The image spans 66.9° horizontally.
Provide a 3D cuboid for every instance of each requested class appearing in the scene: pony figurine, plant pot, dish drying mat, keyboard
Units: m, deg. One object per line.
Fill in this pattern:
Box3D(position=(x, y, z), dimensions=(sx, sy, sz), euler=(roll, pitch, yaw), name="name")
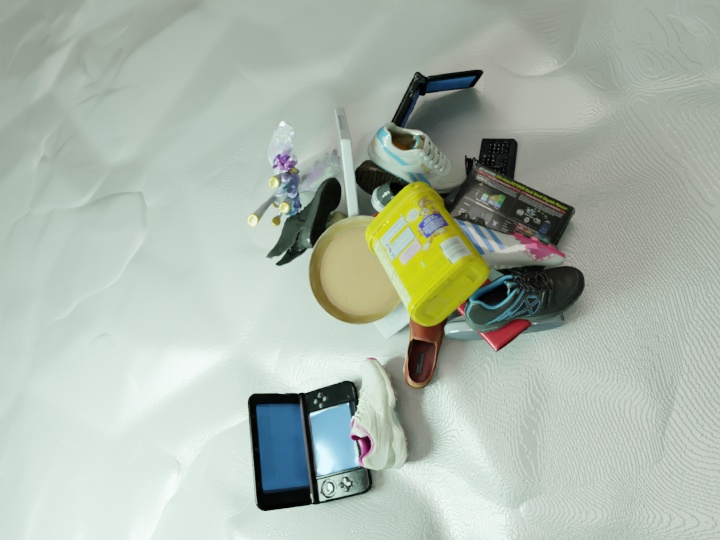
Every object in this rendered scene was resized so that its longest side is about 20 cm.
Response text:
Box3D(position=(-0.153, -0.191, 1.168), dimensions=(0.194, 0.166, 0.201), euler=(-54, 9, 29), name="pony figurine")
Box3D(position=(0.000, 0.000, 1.013), dimensions=(0.198, 0.027, 0.203), euler=(-2, 82, 14), name="plant pot")
Box3D(position=(0.195, 0.044, 0.928), dimensions=(0.076, 0.018, 0.200), euler=(-34, 56, -7), name="dish drying mat")
Box3D(position=(0.243, -0.174, 1.064), dimensions=(0.103, 0.040, 0.202), euler=(3, 70, 26), name="keyboard")

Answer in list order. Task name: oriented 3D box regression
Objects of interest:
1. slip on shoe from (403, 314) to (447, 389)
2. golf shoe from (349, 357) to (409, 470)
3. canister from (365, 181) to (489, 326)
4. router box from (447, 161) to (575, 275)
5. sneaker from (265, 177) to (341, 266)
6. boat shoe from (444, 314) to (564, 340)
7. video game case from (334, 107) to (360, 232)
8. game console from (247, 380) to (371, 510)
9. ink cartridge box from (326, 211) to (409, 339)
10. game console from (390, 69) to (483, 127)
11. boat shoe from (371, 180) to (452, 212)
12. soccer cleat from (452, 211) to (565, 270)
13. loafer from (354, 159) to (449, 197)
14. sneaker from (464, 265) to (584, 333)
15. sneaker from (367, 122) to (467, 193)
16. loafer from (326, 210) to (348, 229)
Box3D(position=(0.116, 0.112, 0.971), dimensions=(0.073, 0.061, 0.202), euler=(10, 86, 4), name="slip on shoe")
Box3D(position=(0.020, 0.250, 0.961), dimensions=(0.091, 0.076, 0.202), euler=(-3, 59, -21), name="golf shoe")
Box3D(position=(0.102, -0.028, 0.878), dimensions=(0.149, 0.086, 0.201), euler=(-45, 43, 18), name="canister")
Box3D(position=(0.256, -0.082, 0.979), dimensions=(0.199, 0.062, 0.151), euler=(30, 85, 17), name="router box")
Box3D(position=(-0.114, -0.103, 1.118), dimensions=(0.103, 0.060, 0.202), euler=(-3, 58, 38), name="sneaker")
Box3D(position=(0.242, 0.066, 0.947), dimensions=(0.200, 0.075, 0.087), euler=(-11, 65, 18), name="boat shoe")
Box3D(position=(-0.024, -0.195, 1.077), dimensions=(0.023, 0.202, 0.183), euler=(-7, 34, -2), name="video game case")
Box3D(position=(-0.091, 0.306, 0.975), dimensions=(0.174, 0.116, 0.202), euler=(-20, 63, 18), name="game console")
Box3D(position=(0.053, 0.001, 1.025), dimensions=(0.160, 0.047, 0.201), euler=(-38, 92, 7), name="ink cartridge box")
Box3D(position=(0.147, -0.331, 1.101), dimensions=(0.116, 0.200, 0.177), euler=(27, 102, 1), name="game console")
Box3D(position=(0.117, -0.121, 1.018), dimensions=(0.057, 0.198, 0.069), euler=(-36, 51, 55), name="boat shoe")
Box3D(position=(0.234, -0.029, 0.909), dimensions=(0.198, 0.070, 0.087), euler=(21, 94, 20), name="soccer cleat")
Box3D(position=(0.084, -0.187, 1.098), dimensions=(0.198, 0.076, 0.068), euler=(9, 48, -11), name="loafer")
Box3D(position=(0.259, 0.038, 0.853), dimensions=(0.198, 0.082, 0.074), euler=(-21, 55, 0), name="sneaker")
Box3D(position=(0.115, -0.208, 1.022), dimensions=(0.198, 0.081, 0.077), euler=(19, 64, -13), name="sneaker")
Box3D(position=(-0.042, -0.085, 1.143), dimensions=(0.199, 0.076, 0.069), euler=(27, 89, 32), name="loafer")
